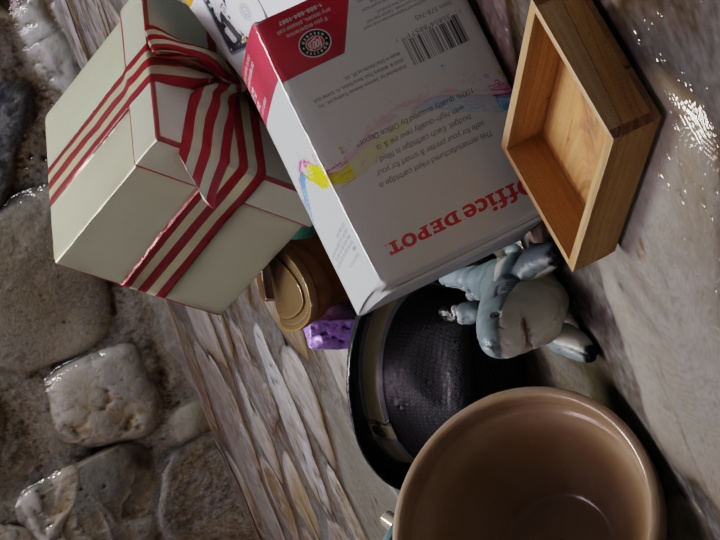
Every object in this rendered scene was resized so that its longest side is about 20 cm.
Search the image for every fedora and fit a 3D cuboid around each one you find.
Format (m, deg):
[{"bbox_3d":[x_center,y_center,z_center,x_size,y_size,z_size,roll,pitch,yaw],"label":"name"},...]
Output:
[{"bbox_3d":[0.074,0.085,1.768,0.091,0.201,0.202,8,129,37],"label":"fedora"}]

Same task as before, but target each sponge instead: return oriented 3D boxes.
[{"bbox_3d":[0.002,0.031,1.918,0.200,0.110,0.030,-118,25,-77],"label":"sponge"}]

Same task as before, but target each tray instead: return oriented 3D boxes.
[{"bbox_3d":[0.131,-0.084,1.337,0.099,0.037,0.200,62,168,19],"label":"tray"}]

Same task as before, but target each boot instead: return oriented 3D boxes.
[{"bbox_3d":[0.000,0.000,1.819,0.200,0.154,0.077,169,91,-81],"label":"boot"}]

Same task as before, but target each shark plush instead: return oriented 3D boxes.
[{"bbox_3d":[0.093,0.013,1.601,0.200,0.083,0.091,47,159,59],"label":"shark plush"}]

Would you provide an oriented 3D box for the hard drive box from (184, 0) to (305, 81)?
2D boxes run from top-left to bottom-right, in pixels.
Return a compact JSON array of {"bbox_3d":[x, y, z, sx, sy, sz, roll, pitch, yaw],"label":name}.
[{"bbox_3d":[-0.064,-0.249,1.590,0.156,0.077,0.200,53,148,7],"label":"hard drive box"}]

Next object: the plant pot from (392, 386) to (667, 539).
[{"bbox_3d":[0.130,0.192,1.581,0.202,0.200,0.093,59,-172,30],"label":"plant pot"}]

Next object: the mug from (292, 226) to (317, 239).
[{"bbox_3d":[-0.052,-0.109,1.924,0.152,0.185,0.115,34,163,25],"label":"mug"}]

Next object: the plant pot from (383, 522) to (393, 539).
[{"bbox_3d":[0.139,0.267,1.704,0.188,0.199,0.201,31,148,44],"label":"plant pot"}]

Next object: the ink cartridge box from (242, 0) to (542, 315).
[{"bbox_3d":[0.026,-0.093,1.529,0.201,0.144,0.145,64,169,7],"label":"ink cartridge box"}]

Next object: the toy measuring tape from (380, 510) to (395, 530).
[{"bbox_3d":[0.098,0.186,1.805,0.073,0.199,0.074,-8,79,42],"label":"toy measuring tape"}]

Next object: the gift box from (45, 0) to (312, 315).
[{"bbox_3d":[-0.124,-0.084,1.716,0.187,0.183,0.201,-46,44,35],"label":"gift box"}]
